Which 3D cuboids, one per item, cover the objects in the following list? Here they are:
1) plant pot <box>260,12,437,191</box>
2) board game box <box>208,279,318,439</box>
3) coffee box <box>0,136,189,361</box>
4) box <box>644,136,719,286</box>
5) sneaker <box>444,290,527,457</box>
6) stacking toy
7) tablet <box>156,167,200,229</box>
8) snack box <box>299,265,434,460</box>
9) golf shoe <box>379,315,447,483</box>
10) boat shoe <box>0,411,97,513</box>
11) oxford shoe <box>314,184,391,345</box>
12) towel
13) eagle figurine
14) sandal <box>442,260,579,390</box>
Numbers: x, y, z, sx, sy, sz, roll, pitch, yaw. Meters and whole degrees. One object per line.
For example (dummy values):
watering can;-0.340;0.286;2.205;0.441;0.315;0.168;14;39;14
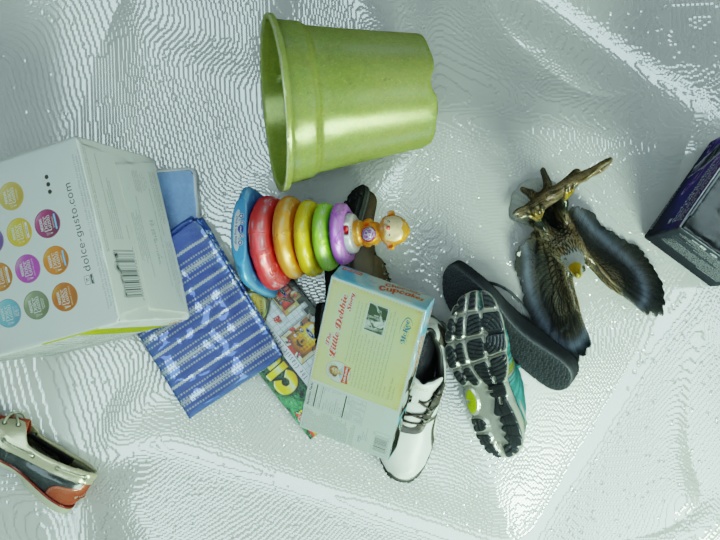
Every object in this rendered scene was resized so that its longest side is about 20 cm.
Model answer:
plant pot;-0.013;-0.201;1.440;0.182;0.200;0.203;-7;88;-11
board game box;-0.082;0.092;1.503;0.104;0.023;0.201;-39;88;2
coffee box;-0.335;-0.016;1.396;0.195;0.200;0.202;-15;86;13
box;0.419;-0.071;1.408;0.104;0.200;0.149;36;88;2
sneaker;0.151;0.117;1.458;0.077;0.080;0.203;-7;104;25
stacking toy;-0.040;-0.038;1.418;0.197;0.110;0.118;-4;75;18
tablet;-0.292;-0.053;1.515;0.197;0.014;0.132;-5;88;0
snack box;0.005;0.106;1.412;0.115;0.037;0.202;19;116;12
golf shoe;0.059;0.152;1.463;0.077;0.094;0.203;7;90;0
boat shoe;-0.403;0.204;1.479;0.199;0.071;0.063;40;105;-4
oxford shoe;0.000;0.000;1.490;0.083;0.072;0.203;11;85;-23
towel;-0.199;0.054;1.487;0.144;0.024;0.201;-32;88;7
eagle figurine;0.250;-0.012;1.463;0.150;0.151;0.201;-7;125;39
sandal;0.176;0.063;1.483;0.200;0.076;0.043;42;52;1
